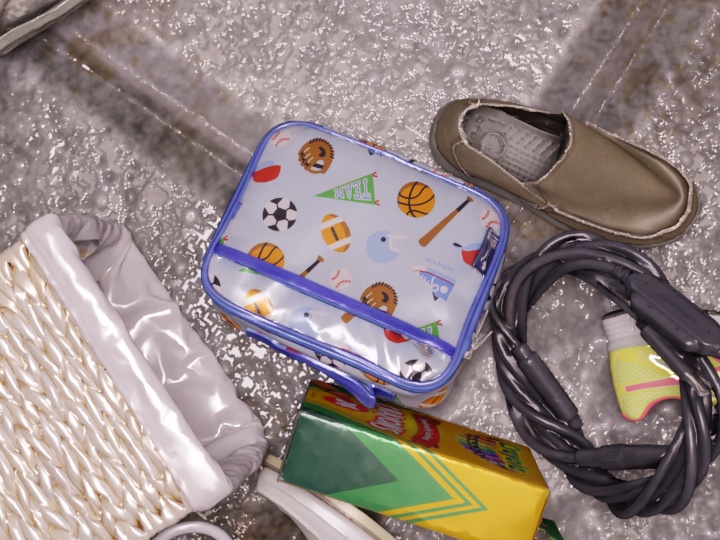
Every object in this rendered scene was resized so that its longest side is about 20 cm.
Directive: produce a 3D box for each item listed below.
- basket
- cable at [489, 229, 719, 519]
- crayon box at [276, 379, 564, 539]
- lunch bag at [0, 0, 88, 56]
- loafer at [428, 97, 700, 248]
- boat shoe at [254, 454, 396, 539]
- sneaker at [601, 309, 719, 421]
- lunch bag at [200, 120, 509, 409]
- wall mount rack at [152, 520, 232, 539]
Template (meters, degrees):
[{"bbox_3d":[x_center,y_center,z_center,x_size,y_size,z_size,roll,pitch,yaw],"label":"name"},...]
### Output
[{"bbox_3d":[-0.181,0.089,0.837,0.160,0.198,0.201,-36,89,2],"label":"basket"},{"bbox_3d":[0.163,0.068,0.879,0.200,0.050,0.165,40,126,31],"label":"cable"},{"bbox_3d":[0.049,0.133,0.868,0.198,0.127,0.051,18,94,-1],"label":"crayon box"},{"bbox_3d":[-0.243,-0.242,0.878,0.199,0.139,0.169,-30,87,-1],"label":"lunch bag"},{"bbox_3d":[0.143,-0.068,0.906,0.198,0.070,0.076,17,87,1],"label":"loafer"},{"bbox_3d":[0.001,0.207,0.891,0.199,0.075,0.069,38,82,1],"label":"boat shoe"},{"bbox_3d":[0.267,0.072,0.902,0.197,0.078,0.092,1,87,11],"label":"sneaker"},{"bbox_3d":[0.000,0.000,0.883,0.198,0.076,0.162,23,72,9],"label":"lunch bag"},{"bbox_3d":[-0.140,0.268,0.849,0.171,0.075,0.202,1,110,-13],"label":"wall mount rack"}]
